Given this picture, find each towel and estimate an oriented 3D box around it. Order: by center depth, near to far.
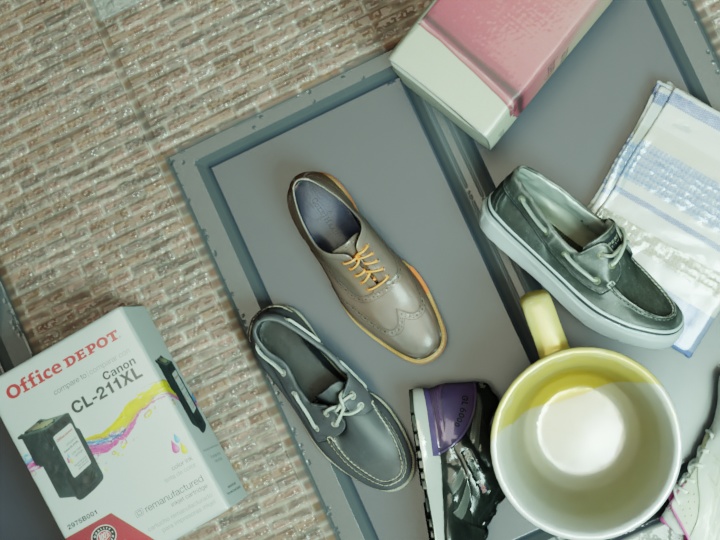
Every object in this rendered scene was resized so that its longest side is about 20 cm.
[{"bbox_3d":[0.273,-0.045,1.351,0.147,0.024,0.200,30,94,4],"label":"towel"}]

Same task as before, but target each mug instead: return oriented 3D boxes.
[{"bbox_3d":[0.188,0.120,1.291,0.149,0.153,0.187,12,90,7],"label":"mug"}]

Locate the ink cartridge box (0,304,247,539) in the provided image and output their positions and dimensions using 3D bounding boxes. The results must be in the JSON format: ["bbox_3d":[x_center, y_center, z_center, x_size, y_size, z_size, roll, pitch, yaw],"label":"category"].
[{"bbox_3d":[-0.215,0.150,1.372,0.145,0.083,0.200,-30,86,6],"label":"ink cartridge box"}]

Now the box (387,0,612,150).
[{"bbox_3d":[0.129,-0.214,1.318,0.109,0.128,0.200,39,94,5],"label":"box"}]

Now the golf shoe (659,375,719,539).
[{"bbox_3d":[0.299,0.181,1.319,0.091,0.075,0.201,0,88,10],"label":"golf shoe"}]

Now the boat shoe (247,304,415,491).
[{"bbox_3d":[-0.029,0.114,1.361,0.073,0.063,0.200,-40,85,4],"label":"boat shoe"}]

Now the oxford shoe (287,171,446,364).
[{"bbox_3d":[0.000,0.000,1.355,0.071,0.073,0.200,-40,85,4],"label":"oxford shoe"}]

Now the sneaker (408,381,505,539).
[{"bbox_3d":[0.097,0.195,1.343,0.087,0.076,0.201,-8,88,0],"label":"sneaker"}]

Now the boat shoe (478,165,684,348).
[{"bbox_3d":[0.190,-0.011,1.301,0.200,0.072,0.071,34,135,4],"label":"boat shoe"}]
